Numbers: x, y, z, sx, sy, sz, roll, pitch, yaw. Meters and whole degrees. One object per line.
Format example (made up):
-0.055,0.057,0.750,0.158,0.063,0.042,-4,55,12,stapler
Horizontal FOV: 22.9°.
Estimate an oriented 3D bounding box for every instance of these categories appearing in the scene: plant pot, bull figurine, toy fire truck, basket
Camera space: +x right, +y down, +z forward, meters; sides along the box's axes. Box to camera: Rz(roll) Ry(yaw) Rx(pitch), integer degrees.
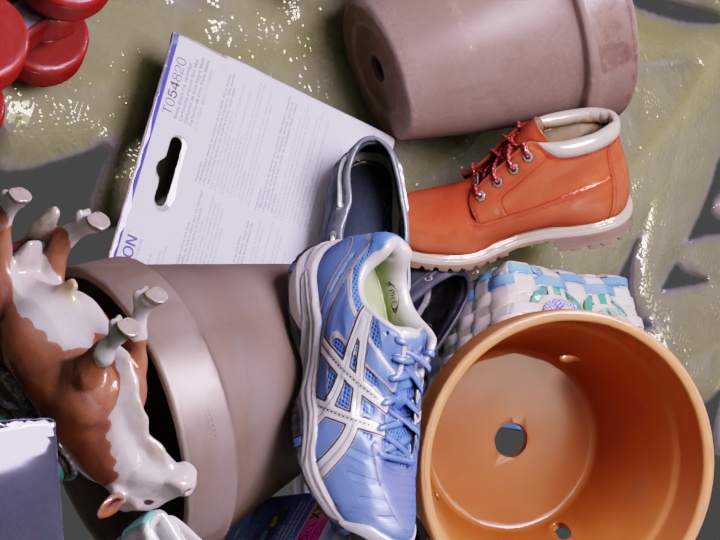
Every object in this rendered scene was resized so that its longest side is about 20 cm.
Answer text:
0.118,0.121,1.193,0.198,0.140,0.203,-1,94,-13,plant pot
-0.160,0.046,1.018,0.200,0.122,0.065,44,35,24,bull figurine
-0.261,-0.186,1.144,0.168,0.112,0.200,44,59,1,toy fire truck
0.142,0.100,1.339,0.175,0.139,0.202,7,70,-32,basket
0.087,-0.178,1.334,0.173,0.200,0.202,-23,95,-17,plant pot
-0.092,0.073,1.144,0.172,0.199,0.202,-17,92,-32,plant pot

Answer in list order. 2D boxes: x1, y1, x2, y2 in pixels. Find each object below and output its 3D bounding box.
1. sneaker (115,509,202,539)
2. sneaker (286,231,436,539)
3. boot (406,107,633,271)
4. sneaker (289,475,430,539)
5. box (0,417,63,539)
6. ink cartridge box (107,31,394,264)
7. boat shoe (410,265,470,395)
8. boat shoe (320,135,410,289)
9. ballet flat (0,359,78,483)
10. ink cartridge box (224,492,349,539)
-0.131,0.176,1.036,0.075,0.198,0.089,-38,130,-50,sneaker
0.005,0.070,1.069,0.075,0.077,0.202,7,66,-46,sneaker
0.102,-0.065,1.307,0.198,0.075,0.108,-12,131,-5,boot
0.023,0.220,1.274,0.075,0.082,0.201,-41,105,-31,sneaker
-0.261,0.193,1.020,0.123,0.196,0.202,-2,84,-33,box
-0.083,-0.041,1.269,0.199,0.040,0.202,24,71,-29,ink cartridge box
0.023,0.059,1.285,0.201,0.062,0.075,-56,144,-41,boat shoe
0.000,0.000,1.232,0.072,0.062,0.202,6,66,-4,boat shoe
-0.243,0.057,1.099,0.199,0.072,0.072,31,63,9,ballet flat
-0.031,0.217,1.168,0.136,0.199,0.077,44,61,-21,ink cartridge box
